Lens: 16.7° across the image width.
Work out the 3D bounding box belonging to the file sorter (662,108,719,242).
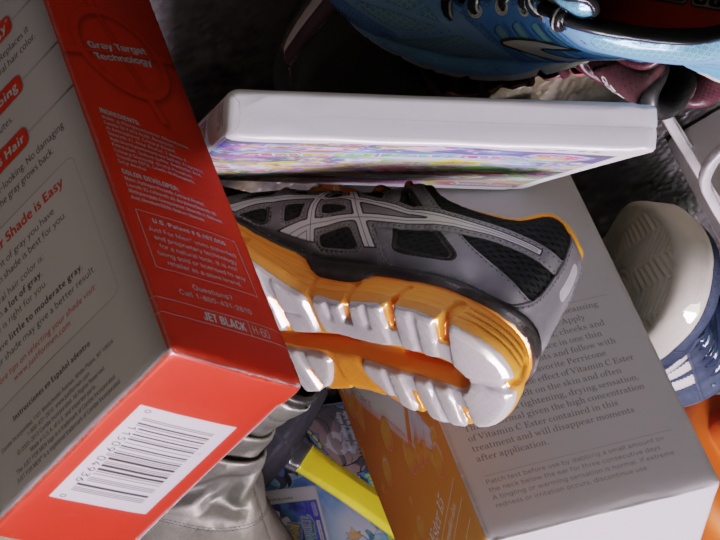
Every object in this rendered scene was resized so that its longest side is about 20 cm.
[{"bbox_3d":[0.203,-0.042,0.977,0.139,0.200,0.125,-30,141,10],"label":"file sorter"}]

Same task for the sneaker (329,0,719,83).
[{"bbox_3d":[0.072,-0.106,0.827,0.199,0.079,0.090,5,177,27],"label":"sneaker"}]

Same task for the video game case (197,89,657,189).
[{"bbox_3d":[0.012,-0.045,0.887,0.143,0.018,0.200,2,178,-9],"label":"video game case"}]

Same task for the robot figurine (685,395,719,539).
[{"bbox_3d":[0.178,0.108,1.211,0.116,0.144,0.200,22,153,-10],"label":"robot figurine"}]

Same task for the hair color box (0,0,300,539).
[{"bbox_3d":[-0.100,-0.014,0.832,0.061,0.200,0.101,17,129,-44],"label":"hair color box"}]

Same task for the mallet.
[{"bbox_3d":[0.022,0.105,1.101,0.200,0.066,0.041,27,170,-3],"label":"mallet"}]

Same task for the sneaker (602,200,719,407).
[{"bbox_3d":[0.142,0.020,1.070,0.084,0.075,0.200,12,170,-6],"label":"sneaker"}]

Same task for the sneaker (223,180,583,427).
[{"bbox_3d":[0.000,0.000,0.933,0.077,0.200,0.078,-48,136,-26],"label":"sneaker"}]

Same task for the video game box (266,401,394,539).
[{"bbox_3d":[0.008,0.155,1.120,0.182,0.200,0.047,-6,151,-24],"label":"video game box"}]

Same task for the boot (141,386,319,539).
[{"bbox_3d":[-0.054,0.086,1.024,0.131,0.200,0.068,-49,180,38],"label":"boot"}]

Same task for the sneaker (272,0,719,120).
[{"bbox_3d":[0.065,-0.086,0.906,0.200,0.116,0.076,-33,144,13],"label":"sneaker"}]

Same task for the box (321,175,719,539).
[{"bbox_3d":[0.056,0.051,1.008,0.097,0.200,0.125,-12,144,-14],"label":"box"}]
